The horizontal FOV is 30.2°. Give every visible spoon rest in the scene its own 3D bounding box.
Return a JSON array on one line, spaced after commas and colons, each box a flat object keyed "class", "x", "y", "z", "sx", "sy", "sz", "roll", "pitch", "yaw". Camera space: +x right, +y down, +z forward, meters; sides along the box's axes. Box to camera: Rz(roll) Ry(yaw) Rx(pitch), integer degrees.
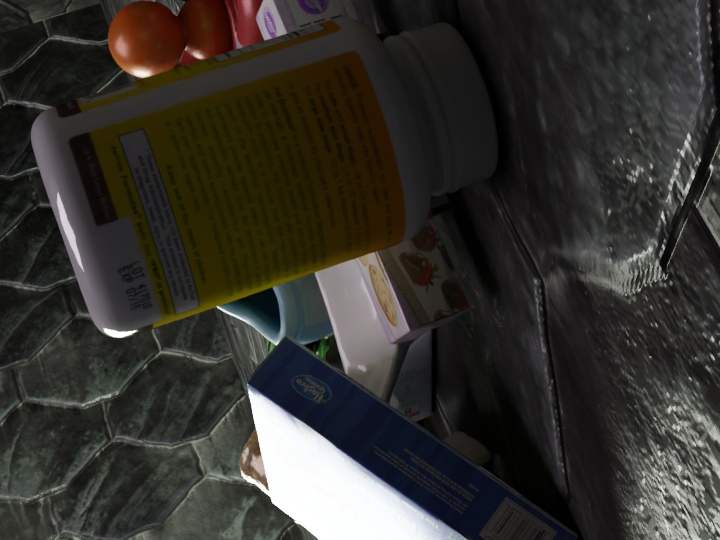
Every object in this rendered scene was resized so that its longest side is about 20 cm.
[{"class": "spoon rest", "x": 0.015, "y": 0.048, "z": 0.800, "sx": 0.099, "sy": 0.061, "sz": 0.201, "roll": 25, "pitch": 145, "yaw": 59}]

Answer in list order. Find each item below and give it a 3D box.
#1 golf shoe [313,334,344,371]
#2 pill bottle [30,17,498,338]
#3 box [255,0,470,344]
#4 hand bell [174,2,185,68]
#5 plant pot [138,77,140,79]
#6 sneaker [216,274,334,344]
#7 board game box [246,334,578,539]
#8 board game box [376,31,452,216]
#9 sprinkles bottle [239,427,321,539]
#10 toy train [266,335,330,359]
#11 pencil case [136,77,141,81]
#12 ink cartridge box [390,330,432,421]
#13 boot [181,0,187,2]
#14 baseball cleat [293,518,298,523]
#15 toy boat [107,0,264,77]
[{"class": "golf shoe", "x": 0.018, "y": 0.131, "z": 1.072, "sx": 0.097, "sy": 0.078, "sz": 0.201, "roll": 48, "pitch": -155, "yaw": -70}, {"class": "pill bottle", "x": -0.042, "y": -0.049, "z": 0.617, "sx": 0.109, "sy": 0.199, "sz": 0.110, "roll": 161, "pitch": 90, "yaw": -80}, {"class": "box", "x": 0.000, "y": -0.060, "z": 0.715, "sx": 0.201, "sy": 0.039, "sz": 0.041, "roll": 68, "pitch": 159, "yaw": 7}, {"class": "hand bell", "x": -0.152, "y": -0.142, "z": 1.030, "sx": 0.200, "sy": 0.104, "sz": 0.105, "roll": -46, "pitch": -54, "yaw": -54}, {"class": "plant pot", "x": -0.178, "y": -0.112, "z": 1.365, "sx": 0.200, "sy": 0.199, "sz": 0.174, "roll": -118, "pitch": 29, "yaw": -44}, {"class": "sneaker", "x": -0.094, "y": -0.017, "z": 0.930, "sx": 0.200, "sy": 0.082, "sz": 0.074, "roll": 33, "pitch": 124, "yaw": 29}, {"class": "board game box", "x": 0.026, "y": 0.150, "z": 0.806, "sx": 0.200, "sy": 0.043, "sz": 0.199, "roll": 33, "pitch": 157, "yaw": 18}, {"class": "board game box", "x": -0.004, "y": -0.068, "z": 0.813, "sx": 0.200, "sy": 0.023, "sz": 0.105, "roll": 162, "pitch": 90, "yaw": -72}, {"class": "sprinkles bottle", "x": 0.001, "y": 0.180, "z": 0.976, "sx": 0.200, "sy": 0.068, "sz": 0.068, "roll": 34, "pitch": 152, "yaw": 28}, {"class": "toy train", "x": -0.056, "y": 0.078, "z": 1.036, "sx": 0.200, "sy": 0.042, "sz": 0.057, "roll": 106, "pitch": 156, "yaw": -49}, {"class": "pencil case", "x": -0.183, "y": -0.073, "z": 1.205, "sx": 0.087, "sy": 0.087, "sz": 0.201, "roll": 180, "pitch": 100, "yaw": -80}, {"class": "ink cartridge box", "x": 0.000, "y": 0.000, "z": 0.931, "sx": 0.200, "sy": 0.050, "sz": 0.163, "roll": 81, "pitch": 166, "yaw": -57}, {"class": "boot", "x": -0.160, "y": -0.319, "z": 1.121, "sx": 0.200, "sy": 0.065, "sz": 0.166, "roll": -141, "pitch": 50, "yaw": -63}, {"class": "baseball cleat", "x": 0.002, "y": 0.218, "z": 1.132, "sx": 0.201, "sy": 0.106, "sz": 0.070, "roll": 64, "pitch": 155, "yaw": 7}, {"class": "toy boat", "x": -0.109, "y": -0.164, "z": 0.917, "sx": 0.200, "sy": 0.130, "sz": 0.131, "roll": 99, "pitch": 152, "yaw": -51}]
